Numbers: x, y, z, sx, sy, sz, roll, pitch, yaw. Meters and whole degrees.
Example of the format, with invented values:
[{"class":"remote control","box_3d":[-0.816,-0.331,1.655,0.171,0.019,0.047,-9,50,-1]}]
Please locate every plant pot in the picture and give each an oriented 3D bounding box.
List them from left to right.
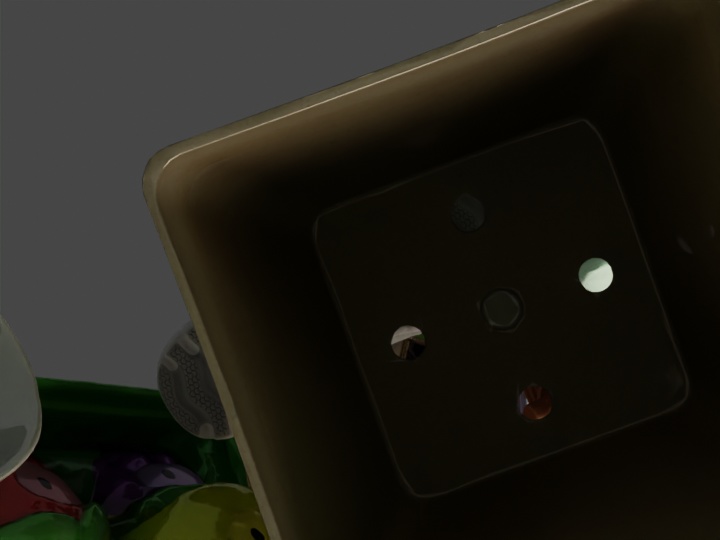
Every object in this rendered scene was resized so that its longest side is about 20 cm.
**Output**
[{"class":"plant pot","box_3d":[0.057,0.019,0.666,0.199,0.201,0.177,-20,-178,4]}]

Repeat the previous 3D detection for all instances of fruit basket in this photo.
[{"class":"fruit basket","box_3d":[-0.091,0.121,0.772,0.214,0.156,0.216,-9,167,-2]}]

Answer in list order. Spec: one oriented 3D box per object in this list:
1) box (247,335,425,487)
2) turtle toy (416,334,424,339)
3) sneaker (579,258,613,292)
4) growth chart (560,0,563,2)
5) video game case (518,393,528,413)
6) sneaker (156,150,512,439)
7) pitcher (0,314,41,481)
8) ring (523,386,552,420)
[{"class":"box","box_3d":[-0.024,0.116,0.891,0.021,0.164,0.200,17,169,-17]},{"class":"turtle toy","box_3d":[0.104,0.027,0.966,0.199,0.146,0.101,-32,136,11]},{"class":"sneaker","box_3d":[0.130,0.074,0.821,0.073,0.118,0.201,-13,129,-4]},{"class":"growth chart","box_3d":[0.146,-0.119,0.721,0.144,0.018,0.200,-33,168,15]},{"class":"video game case","box_3d":[0.147,0.061,0.904,0.142,0.019,0.201,-11,130,-5]},{"class":"sneaker","box_3d":[0.000,0.000,0.799,0.199,0.075,0.082,-26,-173,3]},{"class":"pitcher","box_3d":[-0.216,0.092,0.590,0.171,0.122,0.200,6,139,-32]},{"class":"ring","box_3d":[0.051,0.080,0.873,0.019,0.201,0.201,-21,165,-25]}]
